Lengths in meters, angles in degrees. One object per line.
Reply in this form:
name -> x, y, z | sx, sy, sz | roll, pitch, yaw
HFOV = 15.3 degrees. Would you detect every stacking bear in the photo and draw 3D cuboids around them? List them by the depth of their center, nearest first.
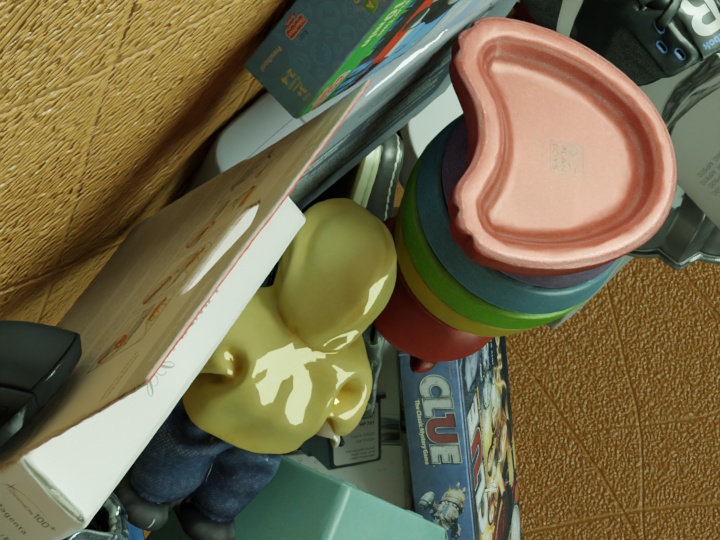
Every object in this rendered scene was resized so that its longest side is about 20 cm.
stacking bear -> 0.060, -0.017, 1.290 | 0.200, 0.113, 0.122 | 133, -38, -59

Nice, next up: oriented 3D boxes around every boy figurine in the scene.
boy figurine -> -0.050, 0.047, 1.289 | 0.200, 0.124, 0.065 | -56, -149, 31

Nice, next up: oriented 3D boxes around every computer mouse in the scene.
computer mouse -> -0.198, 0.086, 1.038 | 0.200, 0.046, 0.141 | -35, -168, 35

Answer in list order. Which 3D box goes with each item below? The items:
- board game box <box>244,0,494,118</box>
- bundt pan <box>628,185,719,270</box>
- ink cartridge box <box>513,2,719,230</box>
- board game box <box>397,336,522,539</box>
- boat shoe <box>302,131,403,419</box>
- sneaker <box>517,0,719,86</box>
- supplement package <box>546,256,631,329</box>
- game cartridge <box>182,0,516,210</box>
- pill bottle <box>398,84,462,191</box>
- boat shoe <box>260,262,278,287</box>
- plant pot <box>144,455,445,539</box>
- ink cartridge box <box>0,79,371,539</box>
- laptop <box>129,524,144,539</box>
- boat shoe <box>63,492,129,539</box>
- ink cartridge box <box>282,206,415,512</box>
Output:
board game box -> 0.052, -0.150, 1.109 | 0.151, 0.037, 0.200 | -48, 174, 37
bundt pan -> 0.197, -0.108, 1.592 | 0.202, 0.202, 0.076 | -41, 173, -20
ink cartridge box -> 0.198, -0.124, 1.481 | 0.083, 0.200, 0.147 | -47, 172, 39
board game box -> 0.060, 0.106, 1.536 | 0.034, 0.201, 0.136 | 0, -154, 13
boat shoe -> 0.000, 0.001, 1.424 | 0.072, 0.065, 0.202 | -102, -158, -49
sneaker -> 0.157, -0.165, 1.340 | 0.073, 0.112, 0.200 | -40, 174, -33
supplement package -> 0.167, -0.100, 1.726 | 0.200, 0.147, 0.191 | -40, 174, -18
game cartridge -> -0.006, -0.078, 1.248 | 0.200, 0.042, 0.133 | -40, 169, -29
pill bottle -> 0.071, -0.071, 1.451 | 0.111, 0.111, 0.200 | -43, 174, 1
boat shoe -> -0.060, 0.063, 1.434 | 0.073, 0.062, 0.201 | -48, 154, -60
plant pot -> -0.050, 0.200, 1.386 | 0.141, 0.141, 0.201 | 27, 84, -47
ink cartridge box -> -0.077, 0.025, 1.078 | 0.173, 0.044, 0.200 | -28, -160, 44
laptop -> -0.112, 0.103, 1.435 | 0.200, 0.116, 0.187 | -45, 175, 16
boat shoe -> -0.163, 0.136, 1.165 | 0.091, 0.071, 0.200 | -46, 178, 10
ink cartridge box -> 0.005, 0.074, 1.566 | 0.085, 0.202, 0.146 | -2, -169, 15
